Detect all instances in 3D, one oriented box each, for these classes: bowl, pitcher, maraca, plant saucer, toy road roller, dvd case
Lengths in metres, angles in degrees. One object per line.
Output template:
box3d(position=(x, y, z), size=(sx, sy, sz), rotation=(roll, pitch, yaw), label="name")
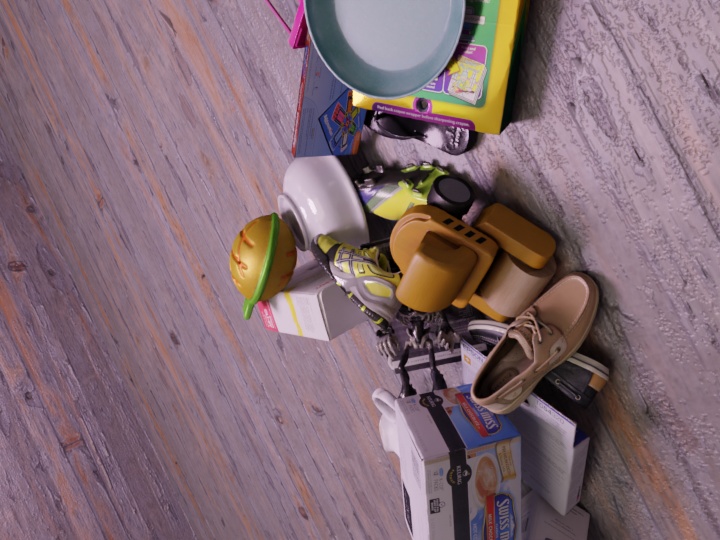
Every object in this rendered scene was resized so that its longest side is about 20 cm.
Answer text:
box3d(position=(-0.073, -0.094, 0.981), size=(0.202, 0.089, 0.203), rotation=(53, 158, 31), label="bowl")
box3d(position=(0.106, 0.275, 0.977), size=(0.198, 0.121, 0.173), rotation=(24, 154, 48), label="pitcher")
box3d(position=(-0.163, -0.006, 0.995), size=(0.201, 0.104, 0.140), rotation=(123, 158, -48), label="maraca")
box3d(position=(0.028, -0.295, 0.675), size=(0.195, 0.036, 0.205), rotation=(15, 122, 25), label="plant saucer")
box3d(position=(0.127, -0.003, 0.752), size=(0.197, 0.147, 0.124), rotation=(31, 136, 7), label="toy road roller")
box3d(position=(0.094, 0.042, 0.895), size=(0.145, 0.016, 0.205), rotation=(-13, 101, 16), label="dvd case")

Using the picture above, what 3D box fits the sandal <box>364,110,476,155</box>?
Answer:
box3d(position=(0.067, -0.207, 0.830), size=(0.198, 0.042, 0.078), rotation=(25, 129, 41), label="sandal")

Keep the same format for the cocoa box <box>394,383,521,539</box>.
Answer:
box3d(position=(0.127, 0.275, 0.802), size=(0.134, 0.127, 0.206), rotation=(-122, 24, -67), label="cocoa box")

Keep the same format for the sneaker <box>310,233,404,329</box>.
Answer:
box3d(position=(0.000, 0.000, 0.857), size=(0.200, 0.077, 0.075), rotation=(43, 178, 41), label="sneaker")

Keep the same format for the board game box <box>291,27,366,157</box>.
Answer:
box3d(position=(-0.034, -0.242, 0.838), size=(0.203, 0.100, 0.020), rotation=(106, 150, -46), label="board game box")

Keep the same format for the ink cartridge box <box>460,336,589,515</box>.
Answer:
box3d(position=(0.217, 0.203, 0.835), size=(0.195, 0.043, 0.204), rotation=(38, 147, 42), label="ink cartridge box")

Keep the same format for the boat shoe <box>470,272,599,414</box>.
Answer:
box3d(position=(0.207, 0.085, 0.727), size=(0.071, 0.064, 0.202), rotation=(40, 97, 39), label="boat shoe")

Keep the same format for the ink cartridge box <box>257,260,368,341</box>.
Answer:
box3d(position=(-0.069, 0.046, 1.056), size=(0.197, 0.143, 0.086), rotation=(1, 112, 50), label="ink cartridge box")

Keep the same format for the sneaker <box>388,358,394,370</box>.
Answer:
box3d(position=(0.069, 0.067, 0.950), size=(0.074, 0.085, 0.206), rotation=(18, 122, 46), label="sneaker")

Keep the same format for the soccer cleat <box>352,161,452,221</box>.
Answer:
box3d(position=(0.071, -0.106, 0.882), size=(0.197, 0.065, 0.085), rotation=(13, 143, 44), label="soccer cleat")

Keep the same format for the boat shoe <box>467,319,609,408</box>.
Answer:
box3d(position=(0.218, 0.116, 0.795), size=(0.197, 0.074, 0.064), rotation=(23, 87, 38), label="boat shoe")

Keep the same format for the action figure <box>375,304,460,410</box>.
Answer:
box3d(position=(0.081, 0.092, 0.849), size=(0.115, 0.102, 0.206), rotation=(-7, 104, 5), label="action figure")

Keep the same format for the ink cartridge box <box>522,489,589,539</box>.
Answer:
box3d(position=(0.231, 0.428, 0.847), size=(0.086, 0.201, 0.147), rotation=(29, 135, 5), label="ink cartridge box")

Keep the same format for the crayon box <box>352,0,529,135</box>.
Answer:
box3d(position=(0.088, -0.268, 0.714), size=(0.195, 0.058, 0.177), rotation=(17, 123, 22), label="crayon box")

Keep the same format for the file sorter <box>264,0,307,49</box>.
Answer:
box3d(position=(-0.034, -0.409, 0.767), size=(0.127, 0.137, 0.201), rotation=(54, 142, 18), label="file sorter")
